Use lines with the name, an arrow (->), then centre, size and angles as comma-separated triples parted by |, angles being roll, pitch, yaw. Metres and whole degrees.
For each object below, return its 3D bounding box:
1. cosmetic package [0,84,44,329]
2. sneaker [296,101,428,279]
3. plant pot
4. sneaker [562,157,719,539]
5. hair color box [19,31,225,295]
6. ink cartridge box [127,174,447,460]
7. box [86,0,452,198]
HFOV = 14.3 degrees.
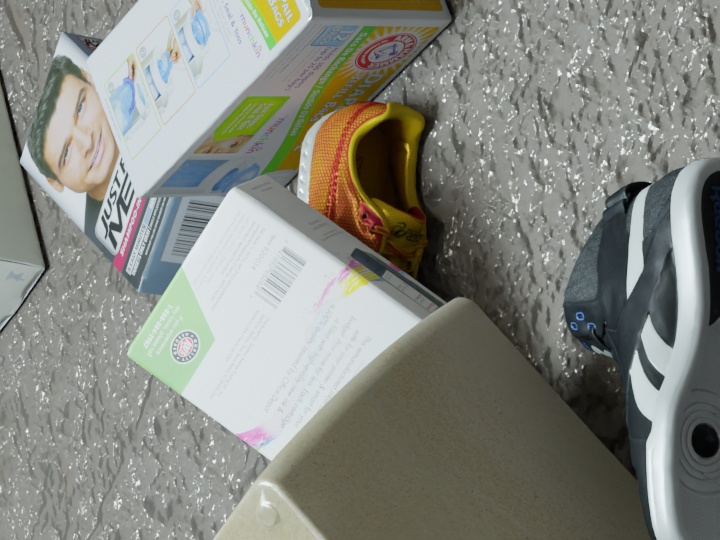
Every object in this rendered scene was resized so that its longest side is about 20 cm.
cosmetic package -> -0.303, -0.058, 2.059 | 0.103, 0.087, 0.201 | -49, 46, 37
sneaker -> 0.000, 0.000, 1.623 | 0.077, 0.073, 0.201 | -9, 78, 48
plant pot -> 0.015, 0.165, 1.409 | 0.200, 0.177, 0.200 | 48, 126, 18
sneaker -> 0.148, 0.052, 1.405 | 0.112, 0.073, 0.201 | -21, 58, 55
hair color box -> -0.146, -0.069, 1.858 | 0.200, 0.060, 0.099 | 43, 118, 51
ink cartridge box -> -0.011, 0.053, 1.562 | 0.200, 0.067, 0.117 | 36, 104, 8
box -> -0.056, -0.136, 1.685 | 0.200, 0.112, 0.102 | -43, 61, 43
